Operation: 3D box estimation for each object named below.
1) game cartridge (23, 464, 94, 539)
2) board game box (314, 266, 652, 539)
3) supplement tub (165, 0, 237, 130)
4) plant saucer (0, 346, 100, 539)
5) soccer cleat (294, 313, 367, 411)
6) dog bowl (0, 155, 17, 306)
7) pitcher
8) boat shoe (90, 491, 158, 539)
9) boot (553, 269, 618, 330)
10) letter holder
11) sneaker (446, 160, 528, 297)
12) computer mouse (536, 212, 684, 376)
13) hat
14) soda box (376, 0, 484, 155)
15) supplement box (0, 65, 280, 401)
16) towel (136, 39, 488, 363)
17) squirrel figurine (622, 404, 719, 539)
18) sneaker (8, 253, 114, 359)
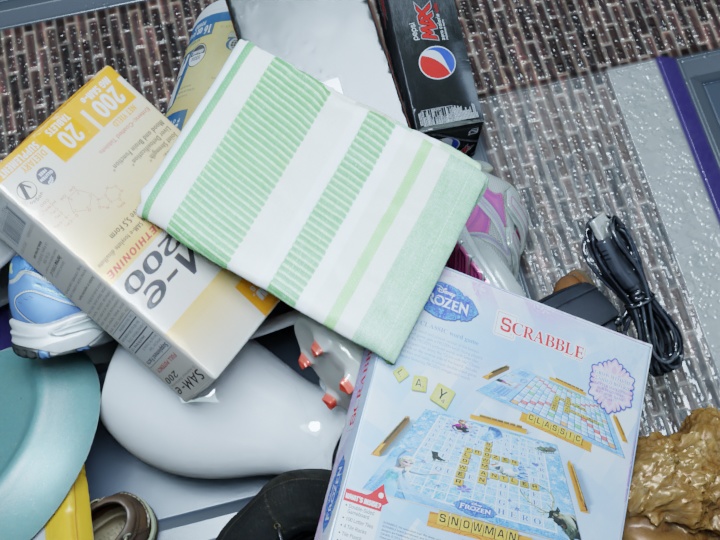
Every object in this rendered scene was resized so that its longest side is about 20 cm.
[{"bbox_3d":[-0.268,0.232,0.728,0.175,0.032,0.201,-32,48,11],"label":"game cartridge"},{"bbox_3d":[0.088,0.114,0.675,0.198,0.041,0.201,21,69,-12],"label":"board game box"},{"bbox_3d":[-0.097,-0.114,0.864,0.143,0.145,0.202,12,70,4],"label":"supplement tub"},{"bbox_3d":[-0.288,0.133,0.773,0.198,0.036,0.202,-20,46,22],"label":"plant saucer"},{"bbox_3d":[0.036,0.094,0.722,0.200,0.069,0.078,44,65,1],"label":"soccer cleat"},{"bbox_3d":[-0.260,-0.040,0.814,0.199,0.200,0.059,-38,90,-13],"label":"dog bowl"},{"bbox_3d":[-0.091,0.087,0.789,0.198,0.121,0.173,16,106,2],"label":"pitcher"},{"bbox_3d":[-0.247,0.244,0.769,0.075,0.075,0.202,40,75,13],"label":"boat shoe"},{"bbox_3d":[0.136,0.103,0.830,0.153,0.077,0.202,-5,81,-5],"label":"boot"},{"bbox_3d":[-0.025,-0.134,0.778,0.100,0.142,0.202,-18,85,2],"label":"letter holder"},{"bbox_3d":[0.107,-0.030,0.855,0.087,0.082,0.201,-14,55,-12],"label":"sneaker"},{"bbox_3d":[0.143,0.058,0.761,0.199,0.053,0.139,-29,98,-1],"label":"computer mouse"},{"bbox_3d":[-0.018,0.243,0.756,0.199,0.081,0.203,-3,85,35],"label":"hat"},{"bbox_3d":[0.060,-0.205,0.937,0.063,0.071,0.202,-9,71,-5],"label":"soda box"},{"bbox_3d":[-0.148,-0.025,0.705,0.200,0.073,0.126,42,58,-7],"label":"supplement box"},{"bbox_3d":[-0.030,-0.051,0.670,0.199,0.023,0.153,28,72,5],"label":"towel"},{"bbox_3d":[0.260,0.205,0.739,0.184,0.142,0.202,4,100,-7],"label":"squirrel figurine"},{"bbox_3d":[-0.167,0.005,0.759,0.198,0.075,0.078,-17,101,-31],"label":"sneaker"}]
